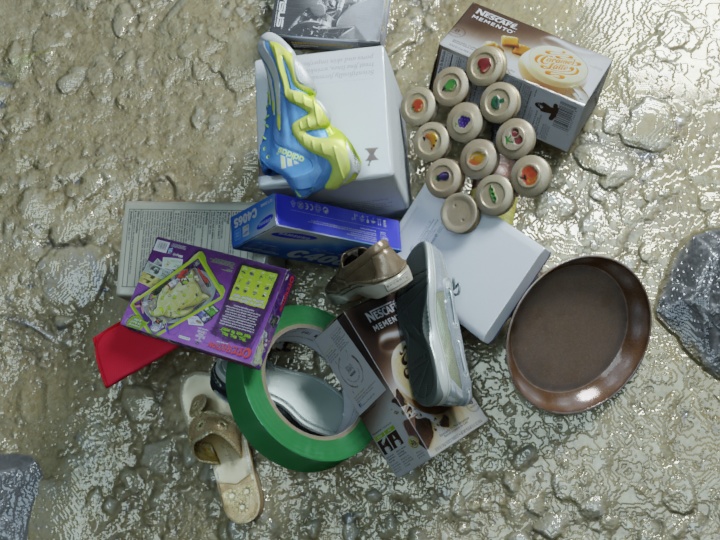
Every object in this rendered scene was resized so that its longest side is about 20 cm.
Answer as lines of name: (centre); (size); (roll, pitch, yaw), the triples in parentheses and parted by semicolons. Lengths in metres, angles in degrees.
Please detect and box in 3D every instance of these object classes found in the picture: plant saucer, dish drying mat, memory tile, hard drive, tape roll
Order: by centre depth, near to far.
plant saucer: (0.258, 0.075, 1.218); (0.199, 0.034, 0.202); (-6, 108, -19)
memory tile: (0.136, -0.158, 1.229); (0.153, 0.017, 0.201); (-27, 76, 26)
tape roll: (-0.066, 0.143, 1.233); (0.048, 0.200, 0.201); (-39, 70, 46)
dish drying mat: (-0.241, 0.065, 1.240); (0.199, 0.018, 0.077); (-30, 60, 8)
hard drive: (0.124, -0.018, 1.249); (0.200, 0.025, 0.132); (39, 98, 38)

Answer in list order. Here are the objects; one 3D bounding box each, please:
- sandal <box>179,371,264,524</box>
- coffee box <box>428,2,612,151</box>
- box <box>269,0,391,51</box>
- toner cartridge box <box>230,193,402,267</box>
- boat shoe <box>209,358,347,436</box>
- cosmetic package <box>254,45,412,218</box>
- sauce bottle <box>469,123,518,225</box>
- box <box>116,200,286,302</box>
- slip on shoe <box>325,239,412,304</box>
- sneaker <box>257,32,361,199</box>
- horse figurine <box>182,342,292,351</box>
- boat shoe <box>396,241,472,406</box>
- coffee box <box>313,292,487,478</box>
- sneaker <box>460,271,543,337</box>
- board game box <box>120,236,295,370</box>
sandal: (-0.183, 0.221, 1.291); (0.077, 0.070, 0.213); (-25, 76, 4)
coffee box: (0.204, -0.250, 1.292); (0.199, 0.080, 0.115); (27, 50, 14)
box: (-0.033, -0.406, 1.401); (0.157, 0.048, 0.201); (7, 80, 11)
toner cartridge box: (-0.052, -0.044, 1.247); (0.095, 0.199, 0.043); (-24, 65, 45)
boat shoe: (-0.098, 0.166, 1.292); (0.199, 0.060, 0.076); (30, 47, -1)
cosmetic package: (-0.030, -0.162, 1.274); (0.164, 0.200, 0.166); (-5, 78, 8)
sauce bottle: (0.172, -0.092, 1.296); (0.066, 0.066, 0.201); (13, 82, 12)
box: (-0.204, -0.017, 1.322); (0.199, 0.109, 0.129); (2, 79, 10)
slip on shoe: (0.000, 0.000, 1.242); (0.076, 0.200, 0.061); (-31, 98, -16)
sneaker: (-0.087, -0.170, 1.143); (0.105, 0.076, 0.201); (-32, 78, 3)
horse figurine: (-0.205, 0.083, 1.307); (0.199, 0.132, 0.050); (-5, 81, 22)
boat shoe: (0.091, 0.064, 1.200); (0.064, 0.074, 0.203); (8, 62, -30)
coffee box: (0.048, 0.133, 1.232); (0.201, 0.113, 0.080); (58, 137, 10)
sneaker: (0.149, 0.053, 1.274); (0.199, 0.075, 0.071); (-22, 66, 28)
board game box: (-0.184, 0.036, 1.202); (0.199, 0.032, 0.121); (14, 71, 28)
